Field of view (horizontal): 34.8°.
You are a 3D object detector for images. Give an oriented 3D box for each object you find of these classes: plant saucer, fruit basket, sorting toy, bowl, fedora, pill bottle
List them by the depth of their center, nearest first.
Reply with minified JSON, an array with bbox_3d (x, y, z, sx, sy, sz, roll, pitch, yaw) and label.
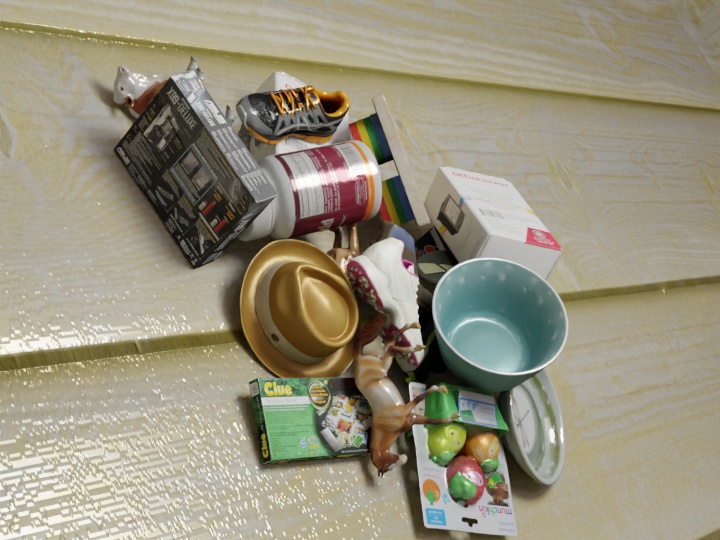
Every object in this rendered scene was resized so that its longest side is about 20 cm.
[{"bbox_3d":[-0.064,0.050,1.519,0.198,0.081,0.205,10,73,-32],"label":"fedora"},{"bbox_3d":[-0.079,-0.107,1.574,0.197,0.115,0.116,-14,67,-27],"label":"pill bottle"},{"bbox_3d":[0.147,0.261,1.597,0.183,0.093,0.203,16,52,-37],"label":"fruit basket"},{"bbox_3d":[0.190,0.092,1.646,0.197,0.106,0.203,5,52,-6],"label":"bowl"},{"bbox_3d":[0.250,0.226,1.739,0.199,0.050,0.204,33,50,-51],"label":"plant saucer"},{"bbox_3d":[0.039,-0.157,1.762,0.200,0.068,0.202,-62,131,-86],"label":"sorting toy"}]

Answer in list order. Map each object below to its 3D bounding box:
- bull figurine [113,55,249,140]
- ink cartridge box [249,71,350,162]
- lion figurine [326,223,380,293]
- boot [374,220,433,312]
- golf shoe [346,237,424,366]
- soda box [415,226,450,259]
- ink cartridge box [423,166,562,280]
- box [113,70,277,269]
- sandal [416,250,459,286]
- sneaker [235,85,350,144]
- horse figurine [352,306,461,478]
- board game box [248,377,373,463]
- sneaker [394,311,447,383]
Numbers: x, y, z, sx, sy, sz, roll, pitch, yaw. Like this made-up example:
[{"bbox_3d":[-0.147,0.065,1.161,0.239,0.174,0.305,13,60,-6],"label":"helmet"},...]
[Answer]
[{"bbox_3d":[-0.249,-0.219,1.589,0.201,0.121,0.065,50,4,-12],"label":"bull figurine"},{"bbox_3d":[-0.091,-0.182,1.732,0.144,0.085,0.203,24,46,-31],"label":"ink cartridge box"},{"bbox_3d":[0.000,0.000,1.682,0.198,0.072,0.125,12,71,-48],"label":"lion figurine"},{"bbox_3d":[0.070,-0.002,1.673,0.199,0.074,0.099,26,82,-60],"label":"boot"},{"bbox_3d":[0.055,0.044,1.567,0.091,0.075,0.202,-43,129,-21],"label":"golf shoe"},{"bbox_3d":[0.175,-0.033,1.900,0.198,0.063,0.072,-7,64,-48],"label":"soda box"},{"bbox_3d":[0.204,-0.067,1.797,0.145,0.087,0.201,10,29,-28],"label":"ink cartridge box"},{"bbox_3d":[-0.217,-0.130,1.494,0.201,0.157,0.050,54,37,7],"label":"box"},{"bbox_3d":[0.171,0.016,1.786,0.198,0.058,0.080,5,35,-30],"label":"sandal"},{"bbox_3d":[-0.096,-0.231,1.636,0.198,0.077,0.079,-9,66,-49],"label":"sneaker"},{"bbox_3d":[0.042,0.152,1.514,0.203,0.131,0.050,65,13,5],"label":"horse figurine"},{"bbox_3d":[-0.055,0.191,1.485,0.198,0.023,0.107,6,69,-45],"label":"board game box"},{"bbox_3d":[0.106,0.112,1.720,0.199,0.071,0.084,-33,107,-52],"label":"sneaker"}]
